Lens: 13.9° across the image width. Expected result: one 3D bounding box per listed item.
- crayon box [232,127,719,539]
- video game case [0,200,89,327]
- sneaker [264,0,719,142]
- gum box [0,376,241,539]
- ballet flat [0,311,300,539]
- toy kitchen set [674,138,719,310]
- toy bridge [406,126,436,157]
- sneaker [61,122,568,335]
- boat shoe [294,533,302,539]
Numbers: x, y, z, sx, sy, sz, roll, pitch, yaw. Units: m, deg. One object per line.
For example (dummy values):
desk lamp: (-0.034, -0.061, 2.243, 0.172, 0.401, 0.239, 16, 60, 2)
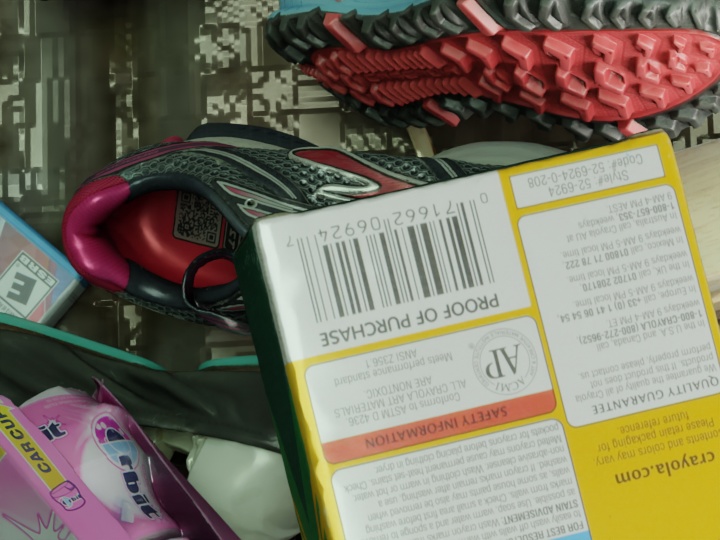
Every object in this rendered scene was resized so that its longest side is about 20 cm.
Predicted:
crayon box: (0.048, 0.073, 0.841, 0.125, 0.052, 0.201, -12, 82, -11)
video game case: (-0.209, 0.034, 1.002, 0.143, 0.018, 0.200, 39, 85, 10)
sneaker: (0.050, -0.099, 0.906, 0.200, 0.079, 0.096, 8, 68, 49)
gum box: (-0.104, 0.139, 0.889, 0.114, 0.066, 0.200, 46, 118, 24)
ballet flat: (-0.058, 0.057, 0.936, 0.199, 0.068, 0.069, 6, 74, 22)
toy kitchen set: (0.198, 0.015, 0.897, 0.199, 0.163, 0.181, -18, 78, 1)
toy bridge: (0.020, -0.110, 1.007, 0.067, 0.027, 0.201, -4, 78, 7)
sneaker: (0.000, 0.000, 0.934, 0.199, 0.075, 0.081, 5, 101, 26)
boat shoe: (0.075, 0.104, 0.931, 0.200, 0.063, 0.074, 9, 116, 7)
